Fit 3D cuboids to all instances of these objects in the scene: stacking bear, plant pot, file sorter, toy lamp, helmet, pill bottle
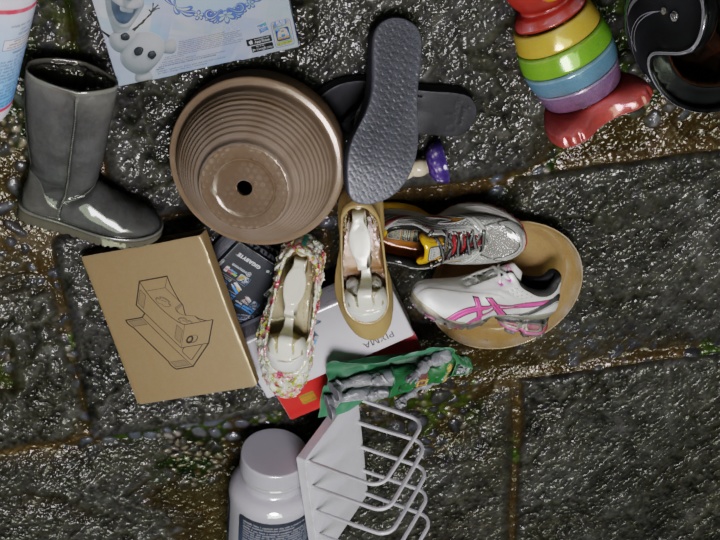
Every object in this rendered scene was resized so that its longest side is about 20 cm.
[{"bbox_3d":[0.212,-0.254,1.444,0.121,0.114,0.201,-30,116,-3],"label":"stacking bear"},{"bbox_3d":[-0.117,-0.107,1.468,0.198,0.093,0.203,3,119,6],"label":"plant pot"},{"bbox_3d":[0.011,0.286,1.772,0.123,0.139,0.202,15,133,25],"label":"file sorter"},{"bbox_3d":[0.001,-0.103,1.552,0.198,0.058,0.059,-15,129,0],"label":"toy lamp"},{"bbox_3d":[0.366,-0.273,1.404,0.197,0.203,0.191,3,167,-13],"label":"helmet"},{"bbox_3d":[0.180,0.014,1.694,0.197,0.028,0.202,-5,129,-7],"label":"plant pot"},{"bbox_3d":[-0.395,-0.215,1.356,0.107,0.109,0.201,11,124,-18],"label":"pill bottle"},{"bbox_3d":[-0.119,0.316,1.810,0.118,0.120,0.202,-1,128,-10],"label":"pill bottle"}]

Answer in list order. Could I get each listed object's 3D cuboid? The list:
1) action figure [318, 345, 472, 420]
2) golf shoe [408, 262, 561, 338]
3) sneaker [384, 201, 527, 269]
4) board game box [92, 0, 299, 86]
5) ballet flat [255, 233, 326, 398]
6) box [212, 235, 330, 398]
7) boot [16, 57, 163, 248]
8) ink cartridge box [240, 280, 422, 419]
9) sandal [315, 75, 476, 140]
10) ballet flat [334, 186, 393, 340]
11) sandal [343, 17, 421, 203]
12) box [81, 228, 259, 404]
[{"bbox_3d":[0.050,0.132,1.664,0.198,0.055,0.119,-13,149,-23],"label":"action figure"},{"bbox_3d":[0.152,0.023,1.639,0.198,0.073,0.093,5,121,-27],"label":"golf shoe"},{"bbox_3d":[0.097,-0.030,1.587,0.197,0.082,0.079,-1,117,1],"label":"sneaker"},{"bbox_3d":[-0.177,-0.302,1.373,0.197,0.044,0.201,-12,130,-1],"label":"board game box"},{"bbox_3d":[-0.083,0.055,1.555,0.075,0.064,0.203,6,100,1],"label":"ballet flat"},{"bbox_3d":[-0.126,0.052,1.652,0.199,0.046,0.159,33,114,-30],"label":"box"},{"bbox_3d":[-0.286,-0.127,1.469,0.180,0.073,0.202,9,124,-17],"label":"boot"},{"bbox_3d":[-0.029,0.102,1.653,0.198,0.045,0.177,-23,127,5],"label":"ink cartridge box"},{"bbox_3d":[0.034,-0.177,1.509,0.197,0.043,0.077,-4,128,-8],"label":"sandal"},{"bbox_3d":[0.000,0.000,1.533,0.068,0.063,0.202,-5,115,4],"label":"ballet flat"},{"bbox_3d":[0.027,-0.170,1.466,0.075,0.043,0.203,12,90,-18],"label":"sandal"},{"bbox_3d":[-0.222,0.057,1.589,0.162,0.021,0.202,-9,112,20],"label":"box"}]
